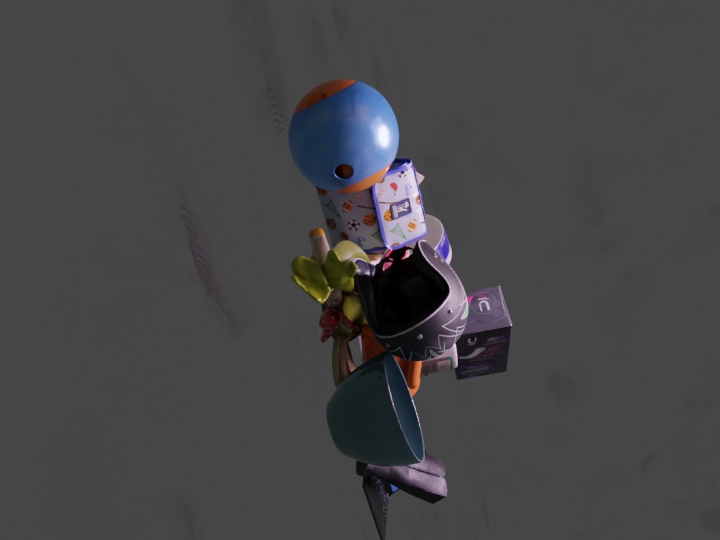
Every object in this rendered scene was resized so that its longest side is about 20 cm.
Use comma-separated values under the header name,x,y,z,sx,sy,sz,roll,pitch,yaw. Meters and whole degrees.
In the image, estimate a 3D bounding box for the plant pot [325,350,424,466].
name,x,y,z,sx,sy,sz,roll,pitch,yaw
plant pot,0.017,0.259,1.482,0.200,0.134,0.202,-20,90,-80

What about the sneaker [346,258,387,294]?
name,x,y,z,sx,sy,sz,roll,pitch,yaw
sneaker,0.051,0.023,1.609,0.200,0.108,0.071,32,63,-60

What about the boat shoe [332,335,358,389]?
name,x,y,z,sx,sy,sz,roll,pitch,yaw
boat shoe,-0.009,0.216,1.596,0.071,0.064,0.202,-64,143,-70

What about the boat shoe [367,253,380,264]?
name,x,y,z,sx,sy,sz,roll,pitch,yaw
boat shoe,0.000,0.000,1.798,0.200,0.070,0.070,-13,118,-75

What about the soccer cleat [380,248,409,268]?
name,x,y,z,sx,sy,sz,roll,pitch,yaw
soccer cleat,0.051,0.012,1.889,0.200,0.068,0.073,-53,161,-35

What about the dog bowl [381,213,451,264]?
name,x,y,z,sx,sy,sz,roll,pitch,yaw
dog bowl,0.123,-0.051,2.100,0.201,0.198,0.079,-86,158,-49

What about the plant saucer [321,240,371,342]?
name,x,y,z,sx,sy,sz,roll,pitch,yaw
plant saucer,-0.016,0.043,1.633,0.200,0.031,0.202,-7,98,-64

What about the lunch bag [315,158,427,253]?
name,x,y,z,sx,sy,sz,roll,pitch,yaw
lunch bag,0.027,-0.130,1.703,0.124,0.198,0.171,-78,157,-60

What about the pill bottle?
name,x,y,z,sx,sy,sz,roll,pitch,yaw
pill bottle,0.099,0.169,1.778,0.113,0.198,0.114,170,-90,-89

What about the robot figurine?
name,x,y,z,sx,sy,sz,roll,pitch,yaw
robot figurine,0.060,0.172,1.631,0.117,0.143,0.202,-41,132,-63

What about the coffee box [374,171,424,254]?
name,x,y,z,sx,sy,sz,roll,pitch,yaw
coffee box,0.052,-0.142,1.857,0.201,0.079,0.113,-62,165,7

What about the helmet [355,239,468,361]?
name,x,y,z,sx,sy,sz,roll,pitch,yaw
helmet,0.098,0.064,1.482,0.192,0.199,0.200,63,8,12

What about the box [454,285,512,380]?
name,x,y,z,sx,sy,sz,roll,pitch,yaw
box,0.255,0.138,1.827,0.201,0.121,0.107,82,-2,-55

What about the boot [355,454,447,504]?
name,x,y,z,sx,sy,sz,roll,pitch,yaw
boot,0.088,0.360,1.683,0.199,0.066,0.166,24,57,-24

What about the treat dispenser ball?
name,x,y,z,sx,sy,sz,roll,pitch,yaw
treat dispenser ball,-0.030,-0.239,1.509,0.201,0.199,0.203,-9,90,-78

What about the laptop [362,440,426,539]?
name,x,y,z,sx,sy,sz,roll,pitch,yaw
laptop,0.078,0.431,1.755,0.201,0.102,0.178,-81,158,-57

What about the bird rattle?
name,x,y,z,sx,sy,sz,roll,pitch,yaw
bird rattle,-0.050,0.018,1.478,0.200,0.112,0.164,67,6,-56

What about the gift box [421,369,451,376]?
name,x,y,z,sx,sy,sz,roll,pitch,yaw
gift box,0.100,0.136,1.925,0.188,0.183,0.201,-99,169,-50
